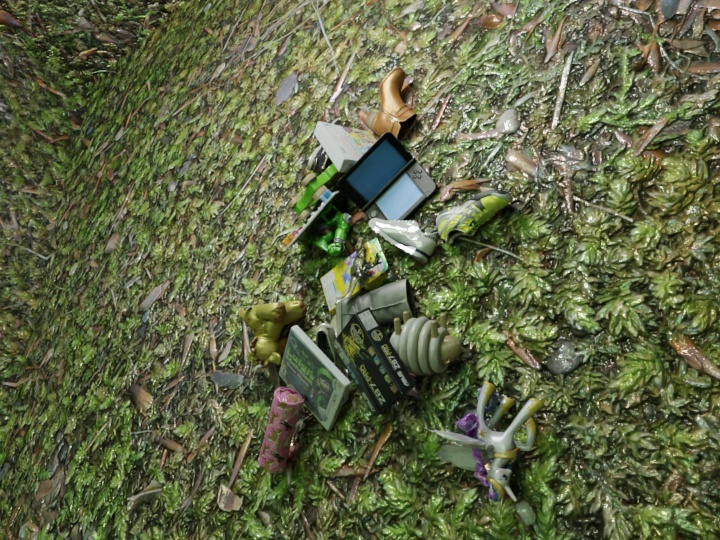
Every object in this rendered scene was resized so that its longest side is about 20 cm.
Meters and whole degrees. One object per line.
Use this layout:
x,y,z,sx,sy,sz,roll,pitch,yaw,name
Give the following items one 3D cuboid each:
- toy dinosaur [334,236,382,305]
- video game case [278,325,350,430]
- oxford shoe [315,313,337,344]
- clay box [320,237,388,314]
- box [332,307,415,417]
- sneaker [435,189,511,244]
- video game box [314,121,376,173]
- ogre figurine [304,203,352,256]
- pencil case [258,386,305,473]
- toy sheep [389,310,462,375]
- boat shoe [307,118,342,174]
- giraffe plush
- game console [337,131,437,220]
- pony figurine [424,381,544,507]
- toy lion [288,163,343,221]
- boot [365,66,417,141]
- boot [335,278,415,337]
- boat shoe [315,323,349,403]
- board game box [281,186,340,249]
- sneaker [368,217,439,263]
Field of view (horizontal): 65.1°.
0.000,0.000,1.405,0.087,0.047,0.202,-16,43,42,toy dinosaur
-0.116,0.259,1.356,0.200,0.023,0.184,43,134,25,video game case
-0.081,0.194,1.433,0.070,0.073,0.203,9,74,41,oxford shoe
-0.009,0.017,1.480,0.199,0.047,0.116,-35,50,19,clay box
0.026,0.206,1.259,0.202,0.049,0.162,58,147,17,box
0.267,-0.123,1.317,0.198,0.075,0.078,-27,61,39,sneaker
-0.015,-0.334,1.569,0.201,0.179,0.047,60,137,40,video game box
-0.083,-0.113,1.565,0.121,0.097,0.200,-58,12,-1,ogre figurine
-0.195,0.393,1.385,0.082,0.085,0.204,24,103,47,pencil case
0.129,0.163,1.239,0.197,0.138,0.140,2,70,34,toy sheep
-0.096,-0.380,1.737,0.060,0.074,0.202,26,64,3,boat shoe
-0.244,0.173,1.532,0.172,0.196,0.166,168,97,-68,giraffe plush
0.069,-0.218,1.467,0.200,0.118,0.172,-43,60,14,game console
0.237,0.323,1.078,0.191,0.167,0.202,15,63,34,pony figurine
-0.103,-0.253,1.635,0.191,0.069,0.200,-43,0,-35,toy lion
0.110,-0.470,1.611,0.154,0.073,0.203,36,105,45,boot
0.040,0.126,1.374,0.196,0.072,0.186,-9,83,15,boot
-0.077,0.231,1.363,0.071,0.062,0.204,-14,92,13,boat shoe
-0.135,-0.154,1.592,0.200,0.026,0.200,-48,4,10,board game box
0.107,-0.093,1.421,0.198,0.076,0.081,30,92,30,sneaker
